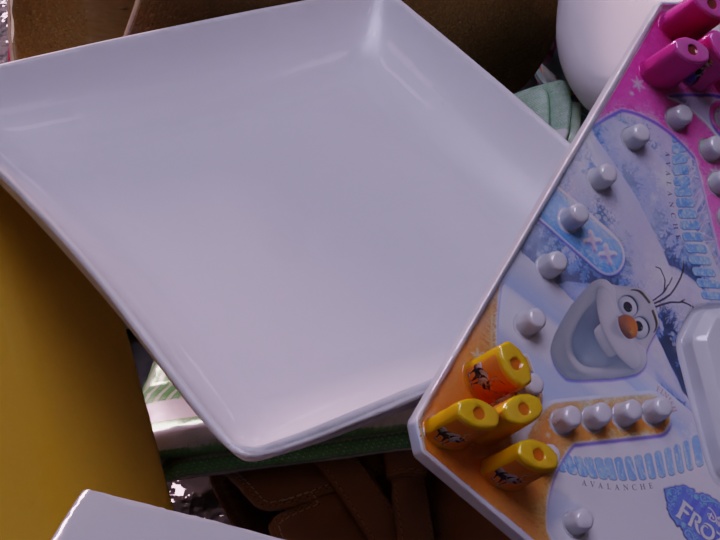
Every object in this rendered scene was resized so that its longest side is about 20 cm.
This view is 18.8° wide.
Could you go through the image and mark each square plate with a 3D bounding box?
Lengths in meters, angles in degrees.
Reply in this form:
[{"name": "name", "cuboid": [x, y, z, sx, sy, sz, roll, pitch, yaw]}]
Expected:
[{"name": "square plate", "cuboid": [-0.014, -0.020, 0.715, 0.197, 0.029, 0.200, -17, 46, -34]}]

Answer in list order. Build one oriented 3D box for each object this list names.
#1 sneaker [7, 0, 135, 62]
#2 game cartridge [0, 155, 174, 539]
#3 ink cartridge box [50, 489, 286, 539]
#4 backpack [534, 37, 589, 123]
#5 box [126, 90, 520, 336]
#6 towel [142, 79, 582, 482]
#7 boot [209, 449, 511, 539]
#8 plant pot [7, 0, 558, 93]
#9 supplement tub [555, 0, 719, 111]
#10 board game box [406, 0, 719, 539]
[{"name": "sneaker", "cuboid": [-0.063, -0.106, 0.999, 0.199, 0.081, 0.075, -11, 8, -14]}, {"name": "game cartridge", "cuboid": [-0.144, 0.059, 0.668, 0.175, 0.032, 0.201, -2, 65, -36]}, {"name": "ink cartridge box", "cuboid": [-0.069, 0.176, 0.535, 0.082, 0.146, 0.200, 12, 38, 14]}, {"name": "backpack", "cuboid": [0.137, -0.146, 0.996, 0.166, 0.127, 0.200, -6, 35, 3]}, {"name": "box", "cuboid": [-0.017, -0.029, 0.914, 0.199, 0.035, 0.110, -8, 36, -10]}, {"name": "towel", "cuboid": [0.000, 0.000, 0.789, 0.152, 0.023, 0.200, -10, 33, 18]}, {"name": "boot", "cuboid": [0.018, 0.051, 0.775, 0.154, 0.074, 0.200, -18, 33, -12]}, {"name": "plant pot", "cuboid": [-0.022, -0.133, 0.890, 0.199, 0.187, 0.187, 7, 30, -27]}, {"name": "supplement tub", "cuboid": [0.192, -0.090, 0.844, 0.199, 0.145, 0.145, 22, 26, -28]}, {"name": "board game box", "cuboid": [0.135, 0.038, 0.684, 0.200, 0.026, 0.200, 40, 56, -11]}]
